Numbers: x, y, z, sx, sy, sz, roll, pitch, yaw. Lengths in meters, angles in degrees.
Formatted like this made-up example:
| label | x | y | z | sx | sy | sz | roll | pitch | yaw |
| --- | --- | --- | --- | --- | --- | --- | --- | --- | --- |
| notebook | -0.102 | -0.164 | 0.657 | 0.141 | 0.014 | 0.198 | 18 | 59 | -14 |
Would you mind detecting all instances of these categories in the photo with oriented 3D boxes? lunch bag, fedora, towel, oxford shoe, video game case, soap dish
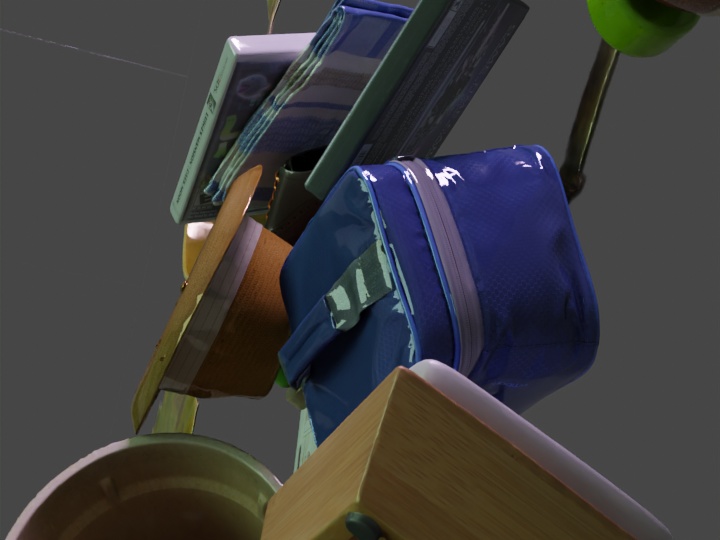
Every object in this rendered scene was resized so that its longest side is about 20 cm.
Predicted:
| label | x | y | z | sx | sy | sz | roll | pitch | yaw |
| --- | --- | --- | --- | --- | --- | --- | --- | --- | --- |
| lunch bag | 0.025 | 0.024 | 0.699 | 0.200 | 0.130 | 0.138 | 129 | 131 | -59 |
| fedora | -0.083 | 0.031 | 0.820 | 0.202 | 0.081 | 0.201 | -63 | 7 | 14 |
| towel | -0.014 | -0.116 | 0.926 | 0.200 | 0.146 | 0.024 | -50 | 57 | 33 |
| oxford shoe | -0.044 | -0.048 | 0.929 | 0.199 | 0.073 | 0.071 | -37 | 17 | 26 |
| video game case | 0.041 | -0.111 | 0.755 | 0.144 | 0.019 | 0.200 | -57 | -10 | 16 |
| video game case | -0.036 | -0.111 | 0.961 | 0.024 | 0.198 | 0.183 | 61 | 144 | 29 |
| soap dish | 0.037 | 0.141 | 0.587 | 0.082 | 0.157 | 0.200 | -55 | 2 | -34 |

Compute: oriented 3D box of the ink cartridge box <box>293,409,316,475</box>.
| label | x | y | z | sx | sy | sz | roll | pitch | yaw |
| --- | --- | --- | --- | --- | --- | --- | --- | --- | --- |
| ink cartridge box | -0.012 | 0.159 | 0.961 | 0.200 | 0.049 | 0.165 | 130 | 148 | -68 |

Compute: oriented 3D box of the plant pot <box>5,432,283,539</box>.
| label | x | y | z | sx | sy | sz | roll | pitch | yaw |
| --- | --- | --- | --- | --- | --- | --- | --- | --- | --- |
| plant pot | -0.120 | 0.242 | 0.812 | 0.185 | 0.197 | 0.203 | 82 | -175 | -51 |

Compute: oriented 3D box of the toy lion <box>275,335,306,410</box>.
| label | x | y | z | sx | sy | sz | roll | pitch | yaw |
| --- | --- | --- | --- | --- | --- | --- | --- | --- | --- |
| toy lion | 0.000 | 0.000 | 0.925 | 0.192 | 0.068 | 0.201 | -43 | 13 | 34 |

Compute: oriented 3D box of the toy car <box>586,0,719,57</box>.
| label | x | y | z | sx | sy | sz | roll | pitch | yaw |
| --- | --- | --- | --- | --- | --- | --- | --- | --- | --- |
| toy car | 0.098 | -0.207 | 0.543 | 0.164 | 0.197 | 0.160 | 140 | 139 | -65 |

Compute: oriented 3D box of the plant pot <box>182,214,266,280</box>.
| label | x | y | z | sx | sy | sz | roll | pitch | yaw |
| --- | --- | --- | --- | --- | --- | --- | --- | --- | --- |
| plant pot | -0.074 | -0.076 | 1.151 | 0.200 | 0.140 | 0.203 | -169 | 90 | -73 |
